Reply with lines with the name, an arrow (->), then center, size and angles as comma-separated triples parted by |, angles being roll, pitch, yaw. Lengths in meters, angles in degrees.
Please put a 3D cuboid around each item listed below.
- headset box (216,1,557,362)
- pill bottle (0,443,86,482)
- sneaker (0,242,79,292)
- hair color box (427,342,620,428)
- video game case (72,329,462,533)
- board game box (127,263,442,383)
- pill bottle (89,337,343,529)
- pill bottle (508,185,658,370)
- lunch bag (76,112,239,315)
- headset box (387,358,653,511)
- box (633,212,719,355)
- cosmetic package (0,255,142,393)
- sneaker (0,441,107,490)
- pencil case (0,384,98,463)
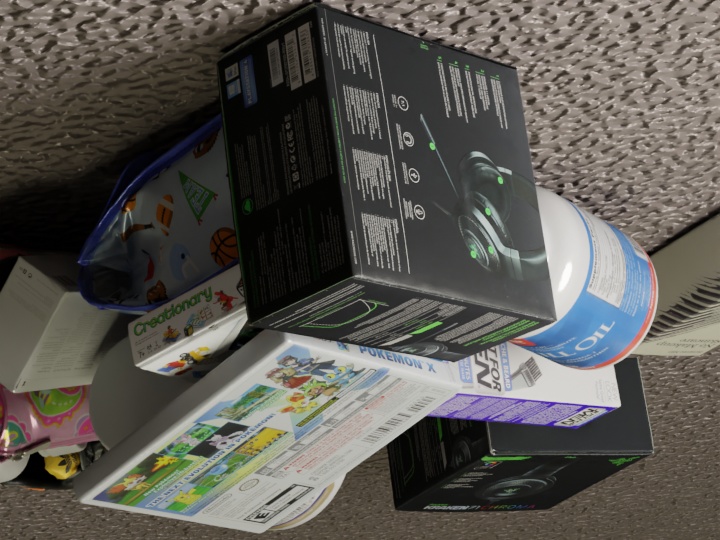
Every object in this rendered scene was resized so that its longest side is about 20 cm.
headset box -> 0.022, -0.048, 1.472 | 0.092, 0.176, 0.199 | -24, 156, 39
pill bottle -> -0.320, 0.112, 1.893 | 0.198, 0.121, 0.120 | -9, 161, 6
sneaker -> -0.250, 0.005, 1.720 | 0.086, 0.074, 0.200 | 21, 180, 22
hair color box -> 0.107, 0.060, 1.912 | 0.199, 0.110, 0.065 | 7, 155, -37
video game case -> -0.060, 0.106, 1.579 | 0.200, 0.022, 0.182 | -37, 148, 27
board game box -> -0.038, 0.043, 1.555 | 0.126, 0.035, 0.199 | -27, 153, 28
pill bottle -> -0.102, 0.110, 1.722 | 0.119, 0.121, 0.200 | -16, 157, 24
pill bottle -> 0.128, 0.001, 1.747 | 0.112, 0.113, 0.200 | -17, 158, 28
lunch bag -> -0.068, -0.023, 1.595 | 0.169, 0.125, 0.199 | 10, 147, -44
headset box -> 0.144, 0.146, 2.180 | 0.173, 0.094, 0.200 | 3, 158, -28
box -> 0.287, 0.004, 1.879 | 0.082, 0.069, 0.200 | 2, 159, -27
cosmetic package -> -0.189, 0.034, 1.691 | 0.050, 0.083, 0.200 | 33, -167, 20
sneaker -> -0.207, 0.144, 1.943 | 0.199, 0.071, 0.090 | -16, -172, 37
pencil case -> -0.215, 0.097, 1.790 | 0.199, 0.088, 0.087 | -4, 165, -46
